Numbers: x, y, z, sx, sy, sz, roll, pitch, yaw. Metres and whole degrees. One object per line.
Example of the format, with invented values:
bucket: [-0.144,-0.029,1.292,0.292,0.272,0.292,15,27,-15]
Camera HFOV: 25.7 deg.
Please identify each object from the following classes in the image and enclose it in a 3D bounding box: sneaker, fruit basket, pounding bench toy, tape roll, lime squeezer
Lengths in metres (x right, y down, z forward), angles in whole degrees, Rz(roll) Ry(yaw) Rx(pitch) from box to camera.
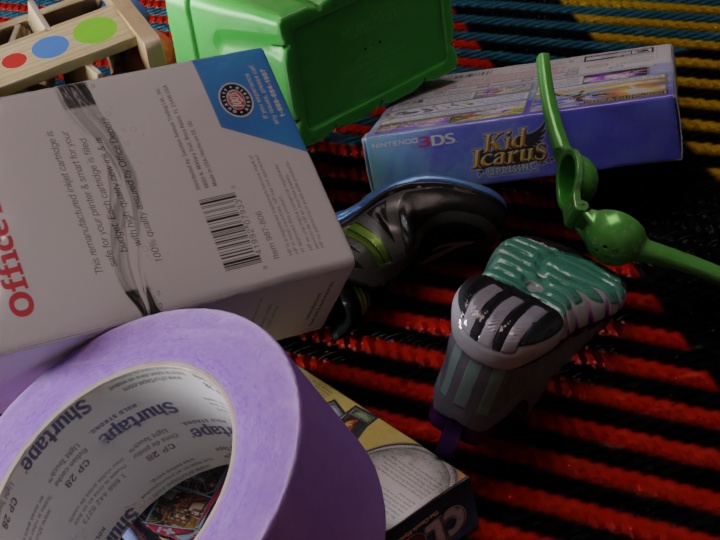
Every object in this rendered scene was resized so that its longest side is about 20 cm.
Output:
sneaker: [0.000,0.000,0.975,0.198,0.071,0.083,-17,53,-10]
fruit basket: [-0.057,-0.165,1.118,0.214,0.157,0.216,-7,28,4]
pounding bench toy: [-0.197,-0.108,1.151,0.155,0.125,0.200,-23,44,-16]
tape roll: [-0.094,0.122,0.726,0.199,0.085,0.201,-21,41,19]
sneaker: [0.084,0.039,0.865,0.074,0.088,0.200,29,20,19]
lime squeezer: [0.146,-0.047,0.919,0.070,0.038,0.200,-35,69,-13]

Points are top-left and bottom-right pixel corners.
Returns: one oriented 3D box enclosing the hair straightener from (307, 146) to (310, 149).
hair straightener: [-0.092,-0.050,1.115,0.077,0.041,0.200,14,36,37]

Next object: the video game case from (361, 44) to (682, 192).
video game case: [0.114,-0.102,1.061,0.198,0.046,0.181,-7,16,13]

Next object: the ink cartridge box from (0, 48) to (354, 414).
ink cartridge box: [-0.125,-0.023,0.848,0.198,0.084,0.145,-14,66,-23]

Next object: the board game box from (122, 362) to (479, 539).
board game box: [-0.053,0.113,0.831,0.135,0.035,0.200,-30,35,-25]
